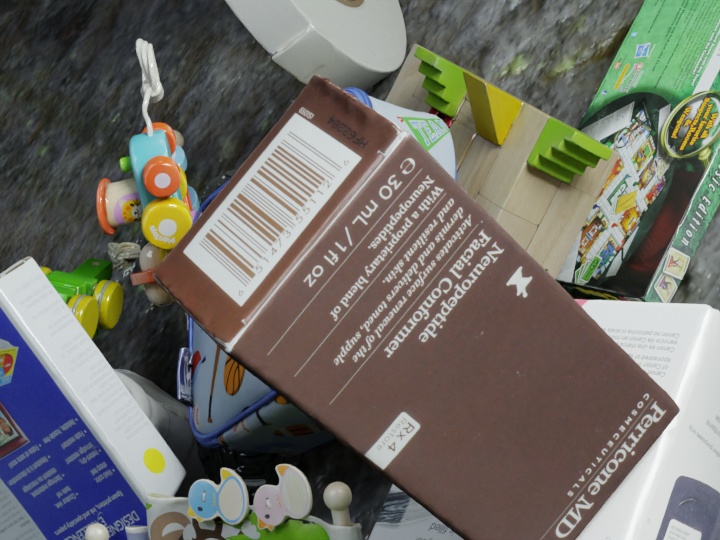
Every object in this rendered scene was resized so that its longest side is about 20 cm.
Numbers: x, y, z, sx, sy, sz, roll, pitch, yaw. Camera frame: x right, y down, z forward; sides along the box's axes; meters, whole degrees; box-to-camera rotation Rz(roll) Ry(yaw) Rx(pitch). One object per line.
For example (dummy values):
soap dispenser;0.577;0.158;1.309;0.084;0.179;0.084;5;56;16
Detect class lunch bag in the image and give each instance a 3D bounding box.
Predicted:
lunch bag;-0.028;0.003;0.863;0.199;0.075;0.162;-31;55;50

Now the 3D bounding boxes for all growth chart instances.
growth chart;-0.066;0.173;0.848;0.199;0.018;0.146;-12;95;39

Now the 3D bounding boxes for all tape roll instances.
tape roll;-0.044;-0.203;1.060;0.037;0.202;0.204;-32;40;23

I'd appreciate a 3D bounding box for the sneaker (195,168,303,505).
sneaker;-0.059;0.044;0.986;0.073;0.080;0.202;-2;66;2

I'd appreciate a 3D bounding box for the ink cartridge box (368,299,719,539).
ink cartridge box;0.086;0.119;0.744;0.144;0.084;0.201;2;60;47

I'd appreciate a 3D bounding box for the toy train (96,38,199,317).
toy train;-0.135;-0.049;1.061;0.055;0.200;0.152;-14;66;-3

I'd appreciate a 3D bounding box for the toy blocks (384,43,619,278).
toy blocks;0.049;-0.032;0.889;0.138;0.099;0.200;-63;31;9

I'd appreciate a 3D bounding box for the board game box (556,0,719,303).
board game box;0.160;-0.075;0.883;0.104;0.023;0.201;13;70;53

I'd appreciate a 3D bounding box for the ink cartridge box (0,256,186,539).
ink cartridge box;-0.187;0.119;0.954;0.197;0.201;0.047;-33;5;42

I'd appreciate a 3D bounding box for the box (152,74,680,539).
box;0.027;0.030;0.645;0.100;0.200;0.075;-50;39;-1

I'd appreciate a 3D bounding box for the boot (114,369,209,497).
boot;-0.161;0.084;1.027;0.199;0.095;0.074;11;67;50

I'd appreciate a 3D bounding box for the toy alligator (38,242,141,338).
toy alligator;-0.180;0.027;1.051;0.059;0.200;0.055;11;104;11
